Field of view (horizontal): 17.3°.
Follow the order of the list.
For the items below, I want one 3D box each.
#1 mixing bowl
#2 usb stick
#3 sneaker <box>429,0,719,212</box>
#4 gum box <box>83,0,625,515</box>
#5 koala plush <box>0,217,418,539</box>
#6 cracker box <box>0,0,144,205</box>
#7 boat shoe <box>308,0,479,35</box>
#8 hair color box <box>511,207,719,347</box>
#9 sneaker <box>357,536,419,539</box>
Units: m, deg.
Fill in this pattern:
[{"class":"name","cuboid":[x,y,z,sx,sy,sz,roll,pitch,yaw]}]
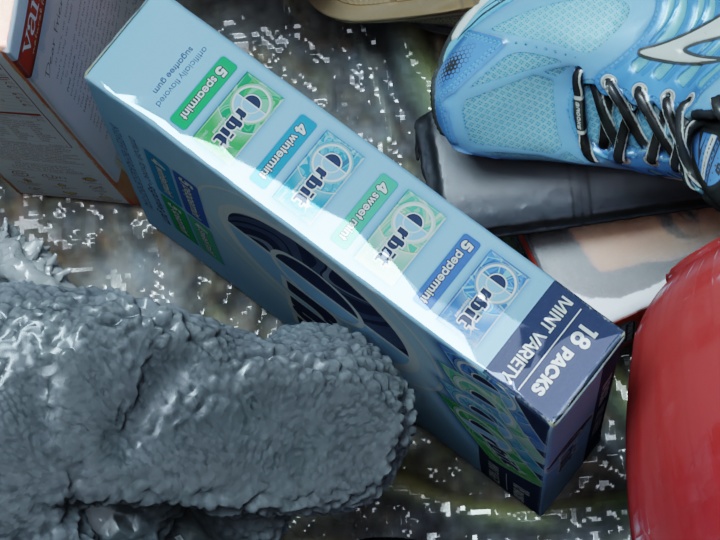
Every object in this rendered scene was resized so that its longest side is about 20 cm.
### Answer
[{"class":"mixing bowl","cuboid":[0.170,0.034,0.822,0.200,0.200,0.108,-21,79,0]},{"class":"usb stick","cuboid":[0.120,-0.048,0.870,0.200,0.033,0.056,-8,69,3]},{"class":"sneaker","cuboid":[0.113,-0.060,0.785,0.200,0.078,0.090,-2,38,24]},{"class":"gum box","cuboid":[0.000,0.000,0.862,0.200,0.170,0.045,36,79,11]},{"class":"koala plush","cuboid":[-0.116,0.066,0.858,0.184,0.200,0.177,25,89,-28]},{"class":"cracker box","cuboid":[-0.120,-0.115,0.884,0.058,0.200,0.134,6,77,8]},{"class":"boat shoe","cuboid":[0.074,-0.121,0.908,0.200,0.065,0.072,1,94,30]},{"class":"hair color box","cuboid":[0.152,-0.051,0.917,0.200,0.061,0.102,-25,77,0]},{"class":"sneaker","cuboid":[0.067,0.146,0.868,0.200,0.082,0.073,12,77,6]}]
